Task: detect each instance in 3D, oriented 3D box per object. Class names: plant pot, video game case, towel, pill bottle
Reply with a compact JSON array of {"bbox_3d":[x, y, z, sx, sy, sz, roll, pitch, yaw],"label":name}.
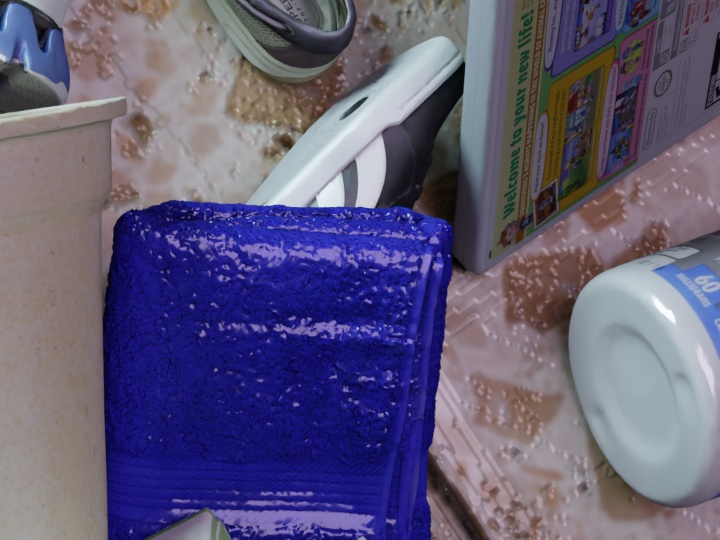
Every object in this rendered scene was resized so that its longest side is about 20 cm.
[{"bbox_3d":[-0.175,0.039,1.012,0.199,0.200,0.185,-12,96,-25],"label":"plant pot"},{"bbox_3d":[0.116,-0.111,1.164,0.182,0.201,0.022,-33,58,-26],"label":"video game case"},{"bbox_3d":[-0.036,0.073,1.078,0.147,0.050,0.201,1,105,-15],"label":"towel"},{"bbox_3d":[0.207,0.026,1.210,0.199,0.114,0.114,-19,88,-26],"label":"pill bottle"}]

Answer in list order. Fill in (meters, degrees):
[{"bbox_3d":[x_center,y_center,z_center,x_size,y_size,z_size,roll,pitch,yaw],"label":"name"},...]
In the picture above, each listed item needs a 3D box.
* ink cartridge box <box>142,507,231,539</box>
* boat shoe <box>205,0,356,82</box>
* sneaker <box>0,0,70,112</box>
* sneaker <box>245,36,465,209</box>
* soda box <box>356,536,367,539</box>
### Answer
[{"bbox_3d":[-0.112,0.163,0.970,0.145,0.200,0.048,-27,102,4],"label":"ink cartridge box"},{"bbox_3d":[-0.068,-0.173,1.153,0.072,0.065,0.200,-39,96,-23],"label":"boat shoe"},{"bbox_3d":[-0.197,-0.155,1.092,0.199,0.080,0.116,27,67,-24],"label":"sneaker"},{"bbox_3d":[0.000,0.000,1.153,0.112,0.073,0.200,47,74,-13],"label":"sneaker"},{"bbox_3d":[-0.056,0.197,1.042,0.199,0.063,0.068,-34,130,-5],"label":"soda box"}]
